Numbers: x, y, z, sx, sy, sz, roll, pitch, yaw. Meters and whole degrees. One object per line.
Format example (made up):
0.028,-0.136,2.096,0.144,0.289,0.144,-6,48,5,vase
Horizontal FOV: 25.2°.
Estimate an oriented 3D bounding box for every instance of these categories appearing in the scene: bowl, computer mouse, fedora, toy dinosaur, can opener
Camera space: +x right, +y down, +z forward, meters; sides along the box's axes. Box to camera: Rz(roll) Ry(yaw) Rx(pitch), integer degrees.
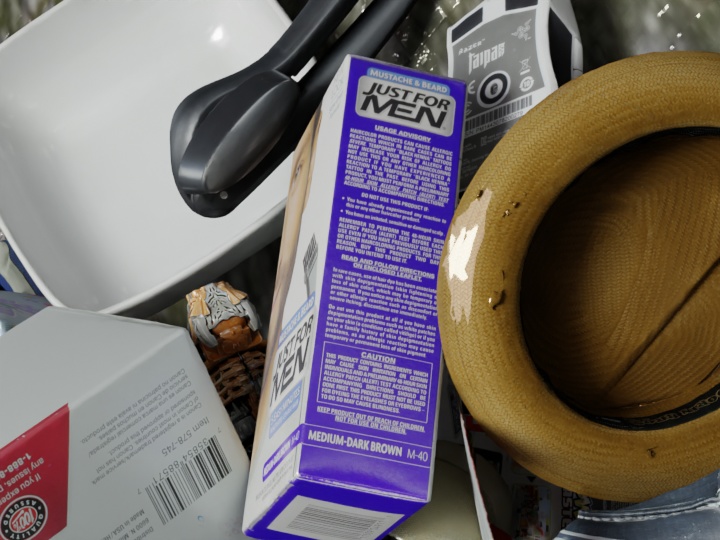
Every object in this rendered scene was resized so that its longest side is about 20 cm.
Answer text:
-0.114,-0.074,0.933,0.200,0.075,0.200,-33,63,1,bowl
0.076,-0.107,0.796,0.110,0.044,0.200,-18,56,36,computer mouse
0.126,0.001,0.712,0.082,0.200,0.201,-141,60,-81,fedora
-0.055,0.109,0.849,0.136,0.102,0.200,155,114,-70,toy dinosaur
-0.026,-0.106,0.855,0.200,0.063,0.079,-48,39,-18,can opener

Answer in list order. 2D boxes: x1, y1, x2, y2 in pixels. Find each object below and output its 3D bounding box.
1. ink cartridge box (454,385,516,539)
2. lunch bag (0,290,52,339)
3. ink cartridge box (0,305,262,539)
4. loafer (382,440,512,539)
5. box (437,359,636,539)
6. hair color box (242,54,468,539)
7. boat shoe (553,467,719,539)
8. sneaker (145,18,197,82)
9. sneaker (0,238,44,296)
0.085,0.160,0.672,0.047,0.160,0.200,-13,107,2,ink cartridge box
-0.246,0.069,0.935,0.200,0.170,0.127,10,91,21,lunch bag
-0.132,0.141,0.778,0.145,0.145,0.200,4,123,53,ink cartridge box
0.023,0.175,0.794,0.076,0.068,0.200,26,126,34,loafer
0.088,0.048,0.800,0.110,0.035,0.200,-1,86,43,box
-0.003,0.017,0.734,0.109,0.065,0.200,127,154,-63,hair color box
0.176,0.082,0.653,0.200,0.071,0.091,-4,84,12,boat shoe
-0.192,-0.095,1.021,0.201,0.115,0.076,-46,57,30,sneaker
-0.240,0.074,1.073,0.075,0.088,0.200,11,96,42,sneaker
